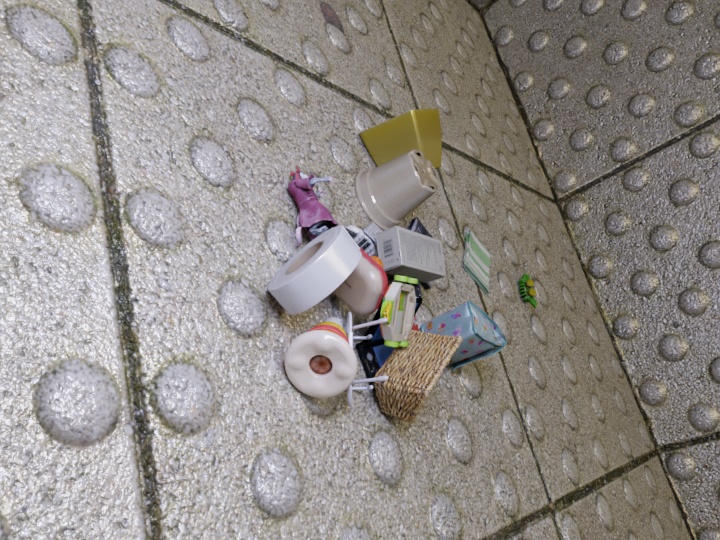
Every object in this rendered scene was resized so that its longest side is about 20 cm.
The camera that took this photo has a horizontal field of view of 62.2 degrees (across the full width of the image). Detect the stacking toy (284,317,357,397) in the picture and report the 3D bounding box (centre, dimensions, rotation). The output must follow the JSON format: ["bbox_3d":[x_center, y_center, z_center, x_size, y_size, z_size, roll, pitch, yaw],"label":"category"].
[{"bbox_3d":[-0.073,0.156,1.246,0.147,0.145,0.200,52,15,-14],"label":"stacking toy"}]

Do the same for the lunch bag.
[{"bbox_3d":[0.289,0.191,1.635,0.199,0.169,0.123,33,39,-42],"label":"lunch bag"}]

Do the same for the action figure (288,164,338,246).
[{"bbox_3d":[-0.128,-0.157,1.421,0.148,0.134,0.201,-27,72,-15],"label":"action figure"}]

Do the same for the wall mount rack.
[{"bbox_3d":[0.008,0.180,1.259,0.073,0.174,0.203,2,72,-7],"label":"wall mount rack"}]

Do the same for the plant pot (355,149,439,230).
[{"bbox_3d":[0.115,-0.243,1.704,0.200,0.182,0.203,32,43,-36],"label":"plant pot"}]

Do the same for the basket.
[{"bbox_3d":[0.145,0.252,1.372,0.200,0.147,0.144,-47,132,-44],"label":"basket"}]

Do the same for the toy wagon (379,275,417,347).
[{"bbox_3d":[0.080,0.090,1.319,0.199,0.039,0.158,13,85,-66],"label":"toy wagon"}]

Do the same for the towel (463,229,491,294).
[{"bbox_3d":[0.415,-0.035,2.109,0.153,0.023,0.201,45,36,-25],"label":"towel"}]

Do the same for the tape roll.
[{"bbox_3d":[-0.094,-0.002,1.228,0.071,0.201,0.203,50,35,-14],"label":"tape roll"}]

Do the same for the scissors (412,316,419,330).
[{"bbox_3d":[0.144,0.139,1.620,0.073,0.014,0.203,20,53,-45],"label":"scissors"}]

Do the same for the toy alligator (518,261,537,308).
[{"bbox_3d":[0.640,0.056,2.326,0.053,0.060,0.203,-2,61,-9],"label":"toy alligator"}]

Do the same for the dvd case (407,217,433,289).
[{"bbox_3d":[0.185,-0.055,1.808,0.151,0.025,0.201,51,35,-16],"label":"dvd case"}]

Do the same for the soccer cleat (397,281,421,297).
[{"bbox_3d":[0.121,0.006,1.634,0.069,0.087,0.203,-5,70,-9],"label":"soccer cleat"}]

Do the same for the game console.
[{"bbox_3d":[0.093,0.174,1.433,0.199,0.116,0.178,-5,70,-54],"label":"game console"}]

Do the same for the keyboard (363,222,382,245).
[{"bbox_3d":[0.041,-0.099,1.585,0.056,0.011,0.200,48,13,-3],"label":"keyboard"}]

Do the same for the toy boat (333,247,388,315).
[{"bbox_3d":[0.000,0.000,1.374,0.130,0.132,0.200,-19,52,-44],"label":"toy boat"}]

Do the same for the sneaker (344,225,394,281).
[{"bbox_3d":[0.021,-0.053,1.553,0.200,0.075,0.082,42,24,-31],"label":"sneaker"}]

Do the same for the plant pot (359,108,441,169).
[{"bbox_3d":[0.146,-0.380,1.853,0.199,0.198,0.179,-26,98,-57],"label":"plant pot"}]

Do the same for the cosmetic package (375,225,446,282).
[{"bbox_3d":[0.131,-0.038,1.521,0.199,0.072,0.105,15,64,-49],"label":"cosmetic package"}]
